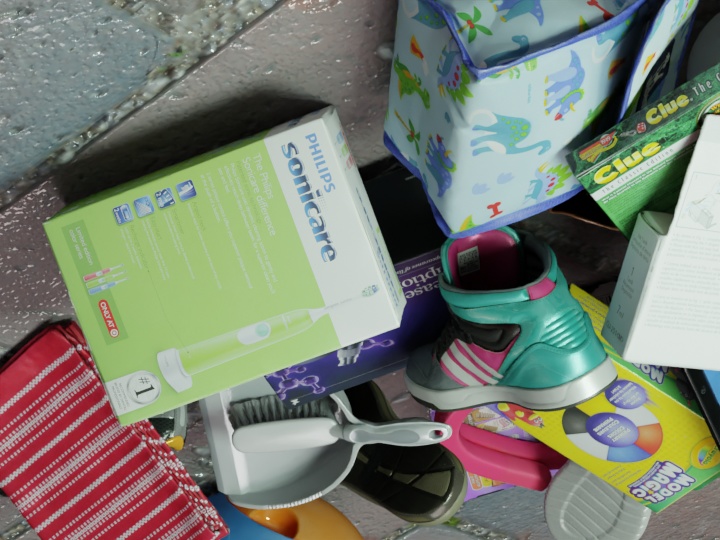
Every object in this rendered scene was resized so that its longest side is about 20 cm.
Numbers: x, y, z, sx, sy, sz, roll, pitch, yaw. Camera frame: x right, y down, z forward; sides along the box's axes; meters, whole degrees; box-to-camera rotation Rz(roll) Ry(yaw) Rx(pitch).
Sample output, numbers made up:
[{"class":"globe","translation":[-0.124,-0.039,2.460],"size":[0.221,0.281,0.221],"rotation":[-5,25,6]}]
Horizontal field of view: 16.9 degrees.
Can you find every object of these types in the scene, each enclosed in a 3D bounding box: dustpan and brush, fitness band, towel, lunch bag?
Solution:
[{"class":"dustpan and brush","translation":[-0.027,0.117,1.811],"size":[0.199,0.057,0.140],"rotation":[-6,114,11]},{"class":"fitness band","translation":[0.145,0.109,1.865],"size":[0.199,0.038,0.144],"rotation":[18,132,-39]},{"class":"towel","translation":[-0.205,0.148,1.787],"size":[0.144,0.200,0.022],"rotation":[-36,-177,29]},{"class":"lunch bag","translation":[0.127,-0.131,1.538],"size":[0.199,0.128,0.171],"rotation":[-21,149,-21]}]

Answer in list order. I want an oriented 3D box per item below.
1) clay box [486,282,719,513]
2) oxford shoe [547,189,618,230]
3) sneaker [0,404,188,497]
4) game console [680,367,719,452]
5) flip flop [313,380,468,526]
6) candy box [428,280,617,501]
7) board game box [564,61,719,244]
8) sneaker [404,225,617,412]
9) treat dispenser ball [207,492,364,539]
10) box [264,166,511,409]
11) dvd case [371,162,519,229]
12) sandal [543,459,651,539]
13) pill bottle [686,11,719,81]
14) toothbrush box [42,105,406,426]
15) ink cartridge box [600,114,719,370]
[{"class":"clay box","translation":[0.193,0.101,1.737],"size":[0.199,0.048,0.115],"rotation":[33,138,-14]},{"class":"oxford shoe","translation":[0.200,-0.056,1.727],"size":[0.199,0.072,0.071],"rotation":[1,143,-30]},{"class":"sneaker","translation":[-0.211,0.130,1.832],"size":[0.199,0.078,0.078],"rotation":[-30,148,27]},{"class":"game console","translation":[0.333,0.070,1.675],"size":[0.175,0.117,0.201],"rotation":[-13,129,22]},{"class":"flip flop","translation":[0.026,0.143,1.852],"size":[0.057,0.200,0.081],"rotation":[33,89,-38]},{"class":"candy box","translation":[0.154,0.095,1.943],"size":[0.199,0.072,0.168],"rotation":[-16,148,2]},{"class":"board game box","translation":[0.234,-0.094,1.521],"size":[0.199,0.024,0.105],"rotation":[-31,147,11]},{"class":"sneaker","translation":[0.080,0.030,1.630],"size":[0.083,0.121,0.199],"rotation":[-31,-165,-32]},{"class":"treat dispenser ball","translation":[-0.080,0.277,2.002],"size":[0.199,0.202,0.201],"rotation":[-11,148,-7]},{"class":"box","translation":[0.012,0.007,1.709],"size":[0.199,0.079,0.141],"rotation":[-20,150,7]},{"class":"dvd case","translation":[0.000,0.000,1.778],"size":[0.200,0.016,0.148],"rotation":[-34,143,27]},{"class":"sandal","translation":[0.200,0.149,1.862],"size":[0.050,0.082,0.203],"rotation":[-46,163,-41]},{"class":"pill bottle","translation":[0.309,-0.103,1.656],"size":[0.115,0.116,0.200],"rotation":[-30,146,22]},{"class":"toothbrush box","translation":[-0.087,-0.004,1.594],"size":[0.199,0.146,0.086],"rotation":[-20,-172,8]},{"class":"ink cartridge box","translation":[0.272,-0.017,1.569],"size":[0.199,0.044,0.175],"rotation":[6,113,-23]}]
